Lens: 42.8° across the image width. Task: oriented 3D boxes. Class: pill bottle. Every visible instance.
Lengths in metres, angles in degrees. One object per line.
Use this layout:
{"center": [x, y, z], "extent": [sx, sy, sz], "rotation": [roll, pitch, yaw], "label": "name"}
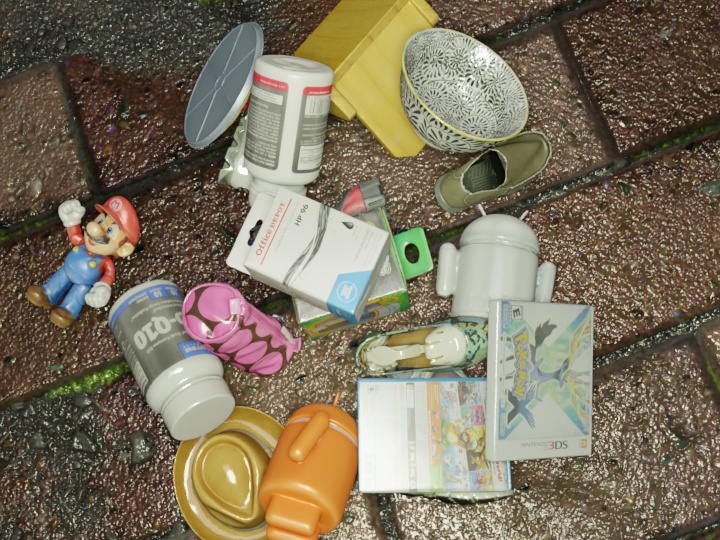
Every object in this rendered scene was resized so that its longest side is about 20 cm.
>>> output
{"center": [-0.255, 0.122, 1.251], "extent": [0.113, 0.114, 0.201], "rotation": [-34, 62, -3], "label": "pill bottle"}
{"center": [-0.103, -0.185, 1.267], "extent": [0.109, 0.111, 0.203], "rotation": [14, 112, 8], "label": "pill bottle"}

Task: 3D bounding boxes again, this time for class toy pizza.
{"center": [-0.193, -0.266, 1.339], "extent": [0.031, 0.199, 0.203], "rotation": [25, 78, -32], "label": "toy pizza"}

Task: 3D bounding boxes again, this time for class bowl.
{"center": [0.127, -0.232, 1.287], "extent": [0.197, 0.094, 0.204], "rotation": [14, 53, -19], "label": "bowl"}

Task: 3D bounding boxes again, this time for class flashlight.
{"center": [-0.056, -0.073, 1.328], "extent": [0.197, 0.068, 0.069], "rotation": [-19, 71, 6], "label": "flashlight"}

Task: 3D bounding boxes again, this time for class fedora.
{"center": [-0.170, 0.283, 1.245], "extent": [0.196, 0.082, 0.205], "rotation": [-1, 78, 5], "label": "fedora"}

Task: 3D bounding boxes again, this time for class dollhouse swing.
{"center": [0.031, -0.295, 1.381], "extent": [0.201, 0.176, 0.181], "rotation": [-49, 37, -6], "label": "dollhouse swing"}

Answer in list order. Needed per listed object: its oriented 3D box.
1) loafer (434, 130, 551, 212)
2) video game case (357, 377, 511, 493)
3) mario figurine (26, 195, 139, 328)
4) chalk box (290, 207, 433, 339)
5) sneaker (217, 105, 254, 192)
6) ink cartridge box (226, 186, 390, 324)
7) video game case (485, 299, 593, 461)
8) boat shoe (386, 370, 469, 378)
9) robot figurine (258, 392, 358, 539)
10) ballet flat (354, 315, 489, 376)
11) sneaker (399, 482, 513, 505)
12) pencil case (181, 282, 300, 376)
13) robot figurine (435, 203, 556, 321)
{"center": [0.199, -0.140, 1.292], "extent": [0.198, 0.070, 0.076], "rotation": [-31, 94, -21], "label": "loafer"}
{"center": [0.094, 0.213, 1.193], "extent": [0.196, 0.018, 0.146], "rotation": [0, 76, -3], "label": "video game case"}
{"center": [-0.398, -0.023, 1.318], "extent": [0.123, 0.106, 0.201], "rotation": [36, 90, -23], "label": "mario figurine"}
{"center": [0.000, 0.000, 1.275], "extent": [0.196, 0.124, 0.127], "rotation": [-16, 76, 0], "label": "chalk box"}
{"center": [-0.139, -0.209, 1.363], "extent": [0.087, 0.074, 0.203], "rotation": [18, 85, -1], "label": "sneaker"}
{"center": [-0.072, -0.027, 1.188], "extent": [0.197, 0.068, 0.118], "rotation": [23, 79, 10], "label": "ink cartridge box"}
{"center": [0.238, 0.143, 1.205], "extent": [0.180, 0.022, 0.204], "rotation": [4, 85, -34], "label": "video game case"}
{"center": [0.114, 0.159, 1.258], "extent": [0.201, 0.065, 0.075], "rotation": [36, 82, 11], "label": "boat shoe"}
{"center": [-0.061, 0.257, 1.194], "extent": [0.115, 0.144, 0.202], "rotation": [-18, 34, 34], "label": "robot figurine"}
{"center": [0.080, 0.105, 1.205], "extent": [0.197, 0.074, 0.076], "rotation": [-14, 75, 25], "label": "ballet flat"}
{"center": [0.110, 0.264, 1.233], "extent": [0.196, 0.077, 0.086], "rotation": [9, 73, 6], "label": "sneaker"}
{"center": [-0.156, 0.079, 1.230], "extent": [0.092, 0.200, 0.093], "rotation": [-1, 72, 19], "label": "pencil case"}
{"center": [0.186, 0.011, 1.260], "extent": [0.166, 0.113, 0.204], "rotation": [10, 78, -10], "label": "robot figurine"}
